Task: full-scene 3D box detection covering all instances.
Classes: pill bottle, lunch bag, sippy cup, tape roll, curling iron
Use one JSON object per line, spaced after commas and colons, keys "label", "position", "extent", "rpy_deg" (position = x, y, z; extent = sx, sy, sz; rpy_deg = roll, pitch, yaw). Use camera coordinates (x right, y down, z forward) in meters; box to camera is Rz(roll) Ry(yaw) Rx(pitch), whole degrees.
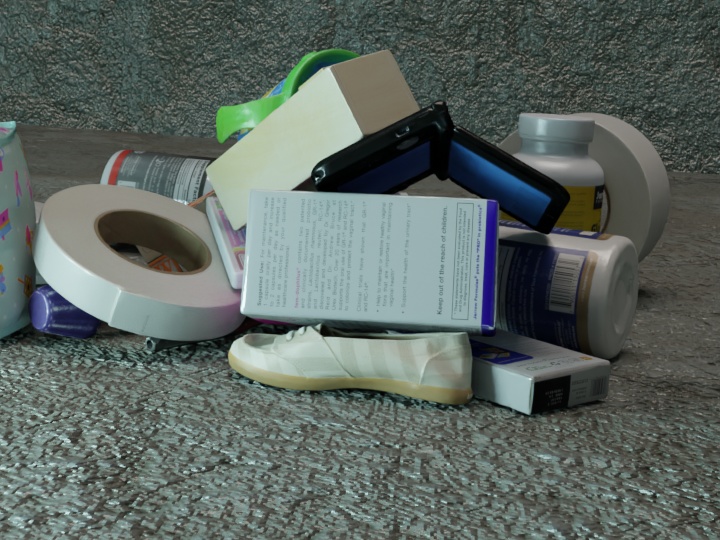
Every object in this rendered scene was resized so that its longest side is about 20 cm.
{"label": "pill bottle", "position": [0.149, 0.012, 1.216], "extent": [0.198, 0.113, 0.111], "rpy_deg": [9, 11, 28]}
{"label": "pill bottle", "position": [0.201, -0.062, 1.394], "extent": [0.110, 0.203, 0.112], "rpy_deg": [3, 10, -1]}
{"label": "lunch bag", "position": [-0.344, -0.038, 1.139], "extent": [0.120, 0.173, 0.200], "rpy_deg": [-5, 14, -15]}
{"label": "sippy cup", "position": [-0.050, -0.135, 1.286], "extent": [0.178, 0.141, 0.130], "rpy_deg": [42, -29, -25]}
{"label": "tape roll", "position": [-0.186, -0.010, 1.140], "extent": [0.201, 0.037, 0.203], "rpy_deg": [20, 24, -9]}
{"label": "tape roll", "position": [0.248, -0.079, 1.509], "extent": [0.200, 0.206, 0.139], "rpy_deg": [8, 11, 21]}
{"label": "curling iron", "position": [-0.108, 0.047, 1.163], "extent": [0.199, 0.026, 0.049], "rpy_deg": [-6, 11, -44]}
{"label": "pill bottle", "position": [-0.208, -0.081, 1.593], "extent": [0.197, 0.118, 0.116], "rpy_deg": [6, 10, 11]}

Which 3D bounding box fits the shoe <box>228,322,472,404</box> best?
{"label": "shoe", "position": [-0.007, 0.065, 1.026], "extent": [0.197, 0.054, 0.070], "rpy_deg": [6, 10, 13]}

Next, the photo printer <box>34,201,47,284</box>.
{"label": "photo printer", "position": [-0.394, -0.033, 1.384], "extent": [0.164, 0.070, 0.200], "rpy_deg": [-1, 11, -23]}

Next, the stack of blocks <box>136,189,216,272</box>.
{"label": "stack of blocks", "position": [-0.137, -0.065, 1.400], "extent": [0.199, 0.059, 0.115], "rpy_deg": [-30, 8, 4]}

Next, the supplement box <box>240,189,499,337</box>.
{"label": "supplement box", "position": [0.011, -0.004, 1.049], "extent": [0.197, 0.105, 0.101], "rpy_deg": [2, -6, 6]}

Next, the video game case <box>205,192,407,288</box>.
{"label": "video game case", "position": [-0.032, -0.030, 1.190], "extent": [0.197, 0.018, 0.144], "rpy_deg": [-2, 31, -17]}

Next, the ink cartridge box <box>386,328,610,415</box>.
{"label": "ink cartridge box", "position": [0.100, 0.072, 1.080], "extent": [0.094, 0.038, 0.199], "rpy_deg": [-6, 17, -40]}

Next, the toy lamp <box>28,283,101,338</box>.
{"label": "toy lamp", "position": [-0.200, 0.026, 1.162], "extent": [0.058, 0.059, 0.199], "rpy_deg": [13, 15, 43]}

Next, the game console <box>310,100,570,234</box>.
{"label": "game console", "position": [0.064, -0.056, 1.089], "extent": [0.174, 0.117, 0.200], "rpy_deg": [-26, -8, -1]}

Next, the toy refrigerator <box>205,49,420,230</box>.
{"label": "toy refrigerator", "position": [-0.045, -0.110, 1.112], "extent": [0.076, 0.071, 0.199], "rpy_deg": [-24, -4, -42]}
